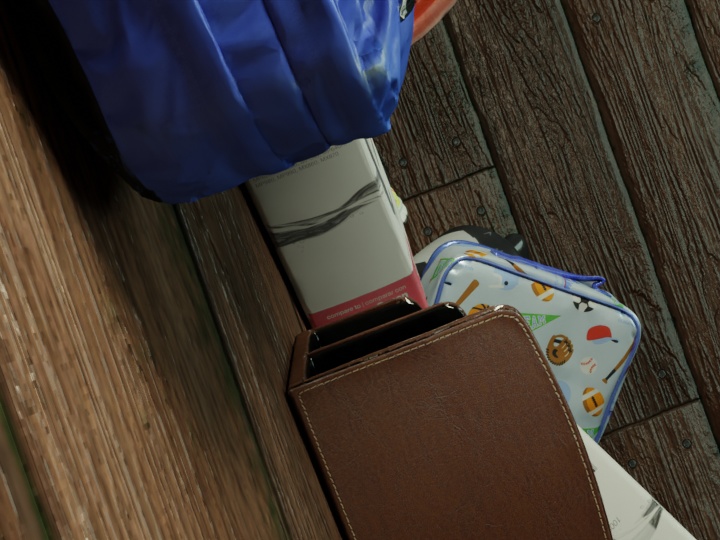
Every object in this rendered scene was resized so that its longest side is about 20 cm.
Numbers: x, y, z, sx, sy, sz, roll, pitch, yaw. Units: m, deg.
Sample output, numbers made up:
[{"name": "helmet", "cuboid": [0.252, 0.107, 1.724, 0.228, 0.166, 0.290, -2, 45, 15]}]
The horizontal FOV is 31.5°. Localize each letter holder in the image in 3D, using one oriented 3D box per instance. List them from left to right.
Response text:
[{"name": "letter holder", "cuboid": [0.059, 0.118, 0.737, 0.101, 0.140, 0.203, -91, 160, -77]}]

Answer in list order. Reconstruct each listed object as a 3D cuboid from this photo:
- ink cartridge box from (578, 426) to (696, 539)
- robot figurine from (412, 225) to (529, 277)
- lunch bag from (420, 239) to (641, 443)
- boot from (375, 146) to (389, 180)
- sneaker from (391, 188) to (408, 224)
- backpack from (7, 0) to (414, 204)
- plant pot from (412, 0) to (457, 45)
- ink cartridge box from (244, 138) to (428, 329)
[{"name": "ink cartridge box", "cuboid": [0.139, 0.202, 0.875, 0.200, 0.147, 0.083, 44, -5, 11]}, {"name": "robot figurine", "cuboid": [0.086, 0.034, 1.197, 0.125, 0.199, 0.150, 49, -41, 5]}, {"name": "lunch bag", "cuboid": [0.134, 0.066, 1.080, 0.076, 0.197, 0.163, -133, -118, -75]}, {"name": "boot", "cuboid": [-0.027, -0.172, 1.509, 0.131, 0.067, 0.202, -114, -179, -48]}, {"name": "sneaker", "cuboid": [-0.004, -0.066, 1.229, 0.091, 0.077, 0.200, 61, 5, -19]}, {"name": "backpack", "cuboid": [-0.045, -0.132, 0.429, 0.163, 0.165, 0.203, -80, 153, -65]}, {"name": "plant pot", "cuboid": [-0.050, -0.199, 0.608, 0.195, 0.198, 0.203, -124, -168, -72]}, {"name": "ink cartridge box", "cuboid": [-0.029, -0.068, 0.860, 0.147, 0.084, 0.202, -105, 171, -52]}]
